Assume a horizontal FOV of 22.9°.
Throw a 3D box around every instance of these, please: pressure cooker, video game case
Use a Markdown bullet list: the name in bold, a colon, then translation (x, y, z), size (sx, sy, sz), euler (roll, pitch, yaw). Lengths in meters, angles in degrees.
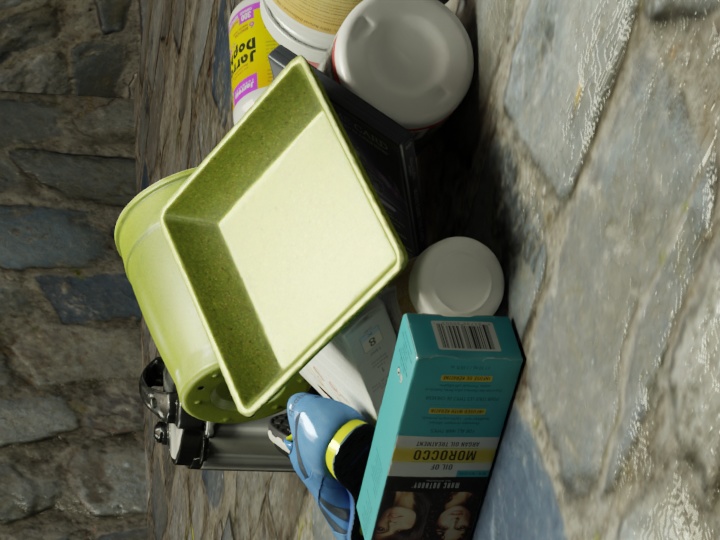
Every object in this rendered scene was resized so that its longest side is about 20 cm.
- **pressure cooker**: translation (-0.140, 0.132, 1.924), size (0.176, 0.198, 0.180), euler (112, 158, -58)
- **video game case**: translation (-0.006, -0.082, 1.439), size (0.142, 0.019, 0.201), euler (36, 158, 26)

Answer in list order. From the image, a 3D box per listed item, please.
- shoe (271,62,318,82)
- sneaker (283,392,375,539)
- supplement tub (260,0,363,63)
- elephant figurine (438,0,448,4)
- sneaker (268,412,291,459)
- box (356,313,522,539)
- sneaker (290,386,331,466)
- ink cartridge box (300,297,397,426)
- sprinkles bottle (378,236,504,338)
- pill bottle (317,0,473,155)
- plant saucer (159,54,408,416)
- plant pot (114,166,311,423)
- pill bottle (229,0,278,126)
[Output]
- **shoe**: translation (-0.055, -0.134, 1.837), size (0.072, 0.090, 0.202), euler (-111, 27, -61)
- **sneaker**: translation (-0.018, 0.169, 1.495), size (0.078, 0.066, 0.201), euler (31, 154, 30)
- **supplement tub**: translation (-0.014, -0.291, 1.559), size (0.201, 0.143, 0.146), euler (112, 157, -56)
- **elephant figurine**: translation (-0.006, -0.320, 1.382), size (0.142, 0.198, 0.157), euler (125, 144, -54)
- **sneaker**: translation (-0.027, 0.188, 1.639), size (0.200, 0.071, 0.084), euler (30, 130, 59)
- **box**: translation (0.056, 0.123, 1.311), size (0.049, 0.081, 0.201), euler (-104, 20, -50)
- **sneaker**: translation (-0.030, 0.105, 1.762), size (0.091, 0.075, 0.202), euler (144, 121, -62)
- **ink cartridge box**: translation (-0.020, 0.056, 1.467), size (0.160, 0.047, 0.201), euler (41, 163, 38)
- **sprinkles bottle**: translation (0.052, 0.021, 1.378), size (0.200, 0.068, 0.069), euler (149, 122, -75)
- **pill bottle**: translation (0.015, -0.145, 1.474), size (0.200, 0.113, 0.115), euler (134, 137, -71)
- **plant saucer**: translation (-0.051, -0.023, 1.352), size (0.200, 0.048, 0.201), euler (-44, 57, 31)
- **plant pot**: translation (-0.125, 0.034, 1.704), size (0.201, 0.198, 0.194), euler (111, 151, -54)
- **pill bottle**: translation (-0.094, -0.207, 1.996), size (0.105, 0.103, 0.202), euler (112, 157, -56)
